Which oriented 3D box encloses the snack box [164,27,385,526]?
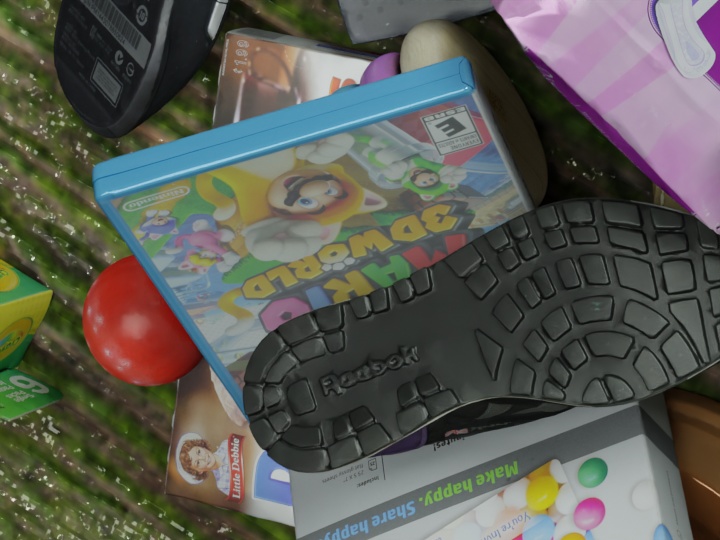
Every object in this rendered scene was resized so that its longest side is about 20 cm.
[{"bbox_3d":[-0.033,0.004,1.211,0.072,0.024,0.200,12,103,17],"label":"snack box"}]

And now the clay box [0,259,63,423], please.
[{"bbox_3d":[-0.222,-0.001,1.240,0.200,0.115,0.048,29,108,15],"label":"clay box"}]

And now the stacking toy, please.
[{"bbox_3d":[-0.029,-0.017,1.151,0.200,0.085,0.085,-30,87,20],"label":"stacking toy"}]

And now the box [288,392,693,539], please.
[{"bbox_3d":[0.054,0.129,1.110,0.156,0.041,0.200,-23,54,22],"label":"box"}]

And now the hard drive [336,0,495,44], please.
[{"bbox_3d":[0.069,-0.177,1.129,0.200,0.042,0.135,-19,92,23],"label":"hard drive"}]

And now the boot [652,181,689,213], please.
[{"bbox_3d":[0.081,-0.094,1.082,0.154,0.072,0.200,11,110,7],"label":"boot"}]

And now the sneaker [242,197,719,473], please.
[{"bbox_3d":[0.060,0.023,1.082,0.200,0.088,0.076,-15,82,23],"label":"sneaker"}]

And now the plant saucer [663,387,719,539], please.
[{"bbox_3d":[0.108,0.147,1.171,0.200,0.037,0.201,4,101,22],"label":"plant saucer"}]

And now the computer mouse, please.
[{"bbox_3d":[-0.053,-0.130,1.161,0.140,0.046,0.200,41,122,40],"label":"computer mouse"}]

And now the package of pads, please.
[{"bbox_3d":[0.151,-0.120,0.988,0.120,0.076,0.200,43,99,-13],"label":"package of pads"}]

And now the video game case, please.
[{"bbox_3d":[0.000,0.000,1.104,0.143,0.200,0.018,-16,56,10],"label":"video game case"}]
